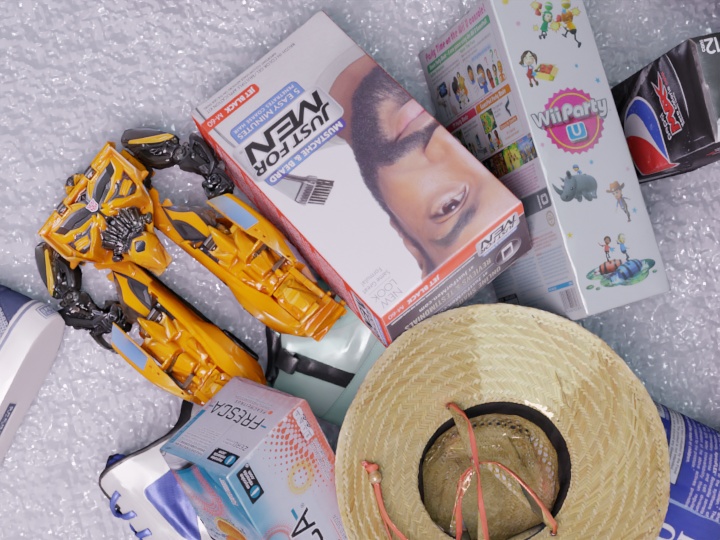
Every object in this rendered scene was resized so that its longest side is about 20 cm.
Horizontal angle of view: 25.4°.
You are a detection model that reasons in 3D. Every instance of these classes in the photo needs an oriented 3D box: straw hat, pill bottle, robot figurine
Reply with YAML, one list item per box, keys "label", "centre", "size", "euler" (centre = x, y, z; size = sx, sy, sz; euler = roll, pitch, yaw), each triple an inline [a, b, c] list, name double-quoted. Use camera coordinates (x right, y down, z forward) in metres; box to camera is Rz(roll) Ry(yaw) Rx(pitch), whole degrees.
- label: "straw hat"
  centre: [0.074, 0.125, 0.935]
  size: [0.200, 0.085, 0.202]
  euler: [3, 63, -6]
- label: "pill bottle"
  centre: [0.212, 0.156, 1.021]
  size: [0.199, 0.112, 0.112]
  euler: [25, 81, -6]
- label: "robot figurine"
  centre: [-0.113, -0.001, 0.976]
  size: [0.200, 0.058, 0.145]
  euler: [38, 90, 19]

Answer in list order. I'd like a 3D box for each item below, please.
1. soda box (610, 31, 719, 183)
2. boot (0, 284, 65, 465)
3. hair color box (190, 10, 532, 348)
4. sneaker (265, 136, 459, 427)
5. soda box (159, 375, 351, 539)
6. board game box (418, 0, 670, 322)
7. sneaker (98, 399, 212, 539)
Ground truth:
- label: "soda box"
  centre: [0.206, -0.099, 0.998]
  size: [0.070, 0.200, 0.064]
  euler: [-13, 87, -10]
- label: "boot"
  centre: [-0.266, 0.096, 0.977]
  size: [0.090, 0.073, 0.201]
  euler: [26, 80, 10]
- label: "hair color box"
  centre: [-0.001, -0.056, 0.982]
  size: [0.111, 0.064, 0.200]
  euler: [-39, 62, -9]
- label: "sneaker"
  centre: [0.000, 0.000, 1.016]
  size: [0.118, 0.074, 0.202]
  euler: [15, 85, -14]
- label: "soda box"
  centre: [-0.036, 0.160, 0.925]
  size: [0.068, 0.063, 0.201]
  euler: [-44, 126, -29]
- label: "board game box"
  centre: [0.111, -0.067, 1.004]
  size: [0.064, 0.148, 0.201]
  euler: [-17, 88, -16]
- label: "sneaker"
  centre: [-0.112, 0.165, 0.990]
  size: [0.115, 0.081, 0.201]
  euler: [16, 86, 4]
